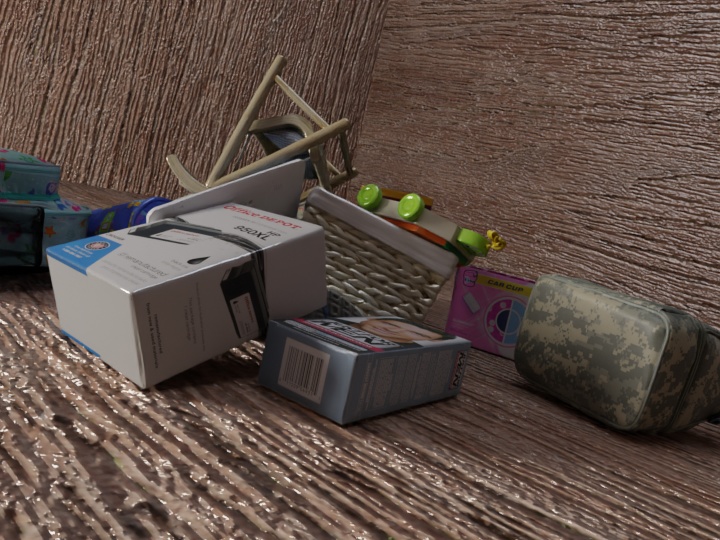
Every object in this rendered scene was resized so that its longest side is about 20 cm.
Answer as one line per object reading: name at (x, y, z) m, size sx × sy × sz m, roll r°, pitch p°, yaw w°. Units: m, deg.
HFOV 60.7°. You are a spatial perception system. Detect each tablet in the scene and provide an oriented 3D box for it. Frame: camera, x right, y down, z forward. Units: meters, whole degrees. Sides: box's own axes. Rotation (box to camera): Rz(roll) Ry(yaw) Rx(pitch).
tablet at (-0.146, -0.046, 0.688) m, size 0.199 × 0.131 × 0.014 m, roll -27°, pitch 58°, yaw -37°

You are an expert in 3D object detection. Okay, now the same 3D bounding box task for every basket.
basket at (0.000, 0.000, 0.781) m, size 0.199 × 0.124 × 0.136 m, roll 26°, pitch -7°, yaw -6°

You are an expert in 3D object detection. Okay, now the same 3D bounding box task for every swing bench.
swing bench at (-0.118, -0.134, 0.821) m, size 0.130 × 0.200 × 0.199 m, roll 45°, pitch -4°, yaw 9°

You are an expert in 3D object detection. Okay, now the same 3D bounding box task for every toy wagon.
toy wagon at (0.089, -0.047, 0.782) m, size 0.199 × 0.040 × 0.155 m, roll 20°, pitch -9°, yaw 42°

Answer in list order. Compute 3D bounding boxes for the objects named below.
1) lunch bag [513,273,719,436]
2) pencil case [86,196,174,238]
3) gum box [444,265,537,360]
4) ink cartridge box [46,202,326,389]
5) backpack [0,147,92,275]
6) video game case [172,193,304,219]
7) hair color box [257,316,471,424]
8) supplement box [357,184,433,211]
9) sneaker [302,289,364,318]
lunch bag at (0.306, 0.095, 0.703) m, size 0.167 × 0.140 × 0.200 m, roll 8°, pitch 8°, yaw -32°
pencil case at (-0.307, -0.041, 0.784) m, size 0.199 × 0.087 × 0.078 m, roll -5°, pitch -31°, yaw 38°
gum box at (0.226, 0.068, 0.913) m, size 0.199 × 0.114 × 0.066 m, roll 15°, pitch 7°, yaw 26°
ink cartridge box at (-0.148, 0.008, 0.554) m, size 0.144 × 0.085 × 0.199 m, roll 18°, pitch 28°, yaw 37°
backpack at (-0.416, -0.064, 0.696) m, size 0.177 × 0.152 × 0.200 m, roll 14°, pitch 1°, yaw 25°
video game case at (-0.164, -0.085, 0.983) m, size 0.199 × 0.023 × 0.182 m, roll 30°, pitch 34°, yaw 19°
hair color box at (0.012, 0.084, 0.575) m, size 0.099 × 0.061 × 0.200 m, roll 17°, pitch 7°, yaw 35°
supplement box at (0.034, -0.023, 0.938) m, size 0.085 × 0.201 × 0.110 m, roll 10°, pitch 6°, yaw -17°
sneaker at (-0.089, 0.044, 0.704) m, size 0.199 × 0.075 × 0.087 m, roll 13°, pitch 1°, yaw 0°
